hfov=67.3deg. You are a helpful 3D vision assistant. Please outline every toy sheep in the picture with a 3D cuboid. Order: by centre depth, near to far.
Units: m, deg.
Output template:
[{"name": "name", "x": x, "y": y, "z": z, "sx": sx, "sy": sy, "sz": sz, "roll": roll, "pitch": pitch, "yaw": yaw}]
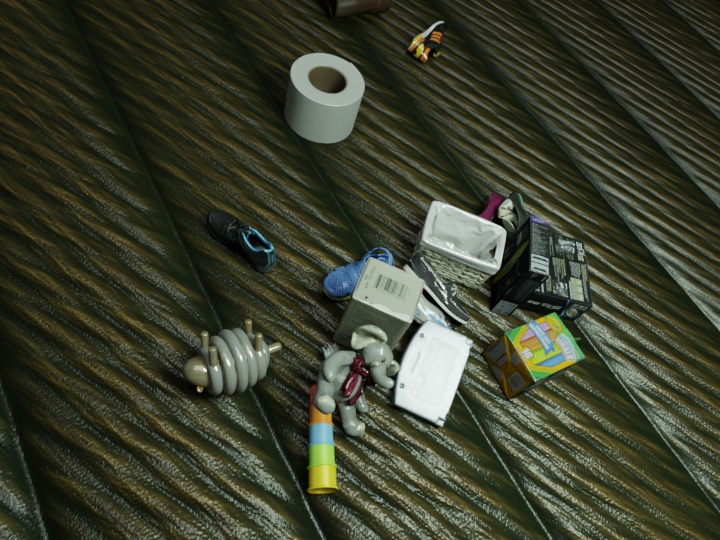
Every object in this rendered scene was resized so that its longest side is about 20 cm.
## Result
[{"name": "toy sheep", "x": -0.242, "y": 0.171, "z": 1.041, "sx": 0.199, "sy": 0.138, "sz": 0.138, "roll": -11, "pitch": 63, "yaw": -29}]

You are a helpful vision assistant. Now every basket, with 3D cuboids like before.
[{"name": "basket", "x": 0.234, "y": -0.056, "z": 1.321, "sx": 0.199, "sy": 0.124, "sz": 0.136, "roll": 21, "pitch": 56, "yaw": -2}]

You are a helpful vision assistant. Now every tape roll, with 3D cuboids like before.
[{"name": "tape roll", "x": -0.100, "y": -0.466, "z": 1.468, "sx": 0.202, "sy": 0.139, "sz": 0.204, "roll": 8, "pitch": 57, "yaw": -12}]

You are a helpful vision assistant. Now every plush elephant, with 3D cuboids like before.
[{"name": "plush elephant", "x": 0.004, "y": 0.202, "z": 1.068, "sx": 0.154, "sy": 0.165, "sz": 0.200, "roll": -25, "pitch": 40, "yaw": 13}]

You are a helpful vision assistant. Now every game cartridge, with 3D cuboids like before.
[{"name": "game cartridge", "x": 0.149, "y": 0.214, "z": 1.158, "sx": 0.133, "sy": 0.042, "sz": 0.201, "roll": 24, "pitch": 71, "yaw": 4}]

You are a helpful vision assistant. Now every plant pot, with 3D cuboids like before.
[{"name": "plant pot", "x": -0.024, "y": -0.919, "z": 1.750, "sx": 0.198, "sy": 0.200, "sz": 0.201, "roll": -23, "pitch": 68, "yaw": -17}]

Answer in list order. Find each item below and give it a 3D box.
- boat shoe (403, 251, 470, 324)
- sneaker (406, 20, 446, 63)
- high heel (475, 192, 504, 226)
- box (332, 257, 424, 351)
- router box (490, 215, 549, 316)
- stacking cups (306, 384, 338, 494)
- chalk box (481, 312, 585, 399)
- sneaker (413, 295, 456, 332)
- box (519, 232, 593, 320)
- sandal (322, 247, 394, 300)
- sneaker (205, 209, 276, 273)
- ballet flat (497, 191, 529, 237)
[{"name": "boat shoe", "x": 0.189, "y": 0.041, "z": 1.263, "sx": 0.200, "sy": 0.074, "sz": 0.060, "roll": 45, "pitch": 100, "yaw": 5}, {"name": "sneaker", "x": 0.237, "y": -0.750, "z": 1.792, "sx": 0.090, "sy": 0.070, "sz": 0.200, "roll": 48, "pitch": 58, "yaw": -3}, {"name": "high heel", "x": 0.313, "y": -0.151, "z": 1.438, "sx": 0.199, "sy": 0.067, "sz": 0.096, "roll": -14, "pitch": 67, "yaw": -37}, {"name": "box", "x": 0.035, "y": 0.086, "z": 1.129, "sx": 0.127, "sy": 0.200, "sz": 0.109, "roll": 23, "pitch": 55, "yaw": -1}, {"name": "router box", "x": 0.377, "y": -0.007, "z": 1.284, "sx": 0.052, "sy": 0.200, "sz": 0.158, "roll": 16, "pitch": 57, "yaw": -6}, {"name": "stacking cups", "x": -0.073, "y": 0.318, "z": 1.039, "sx": 0.060, "sy": 0.061, "sz": 0.201, "roll": 5, "pitch": 58, "yaw": -13}, {"name": "chalk box", "x": 0.404, "y": 0.184, "z": 1.222, "sx": 0.199, "sy": 0.125, "sz": 0.124, "roll": -17, "pitch": 65, "yaw": -26}, {"name": "sneaker", "x": 0.151, "y": 0.106, "z": 1.240, "sx": 0.072, "sy": 0.072, "sz": 0.200, "roll": -44, "pitch": 85, "yaw": 10}, {"name": "box", "x": 0.484, "y": 0.007, "z": 1.375, "sx": 0.163, "sy": 0.086, "sz": 0.201, "roll": 12, "pitch": 57, "yaw": -8}, {"name": "sandal", "x": 0.000, "y": 0.000, "z": 1.243, "sx": 0.199, "sy": 0.087, "sz": 0.080, "roll": -29, "pitch": 72, "yaw": -27}, {"name": "sneaker", "x": -0.265, "y": -0.084, "z": 1.220, "sx": 0.200, "sy": 0.082, "sz": 0.073, "roll": 36, "pitch": 58, "yaw": 9}, {"name": "ballet flat", "x": 0.393, "y": -0.145, "z": 1.387, "sx": 0.068, "sy": 0.068, "sz": 0.200, "roll": -1, "pitch": 35, "yaw": -2}]
